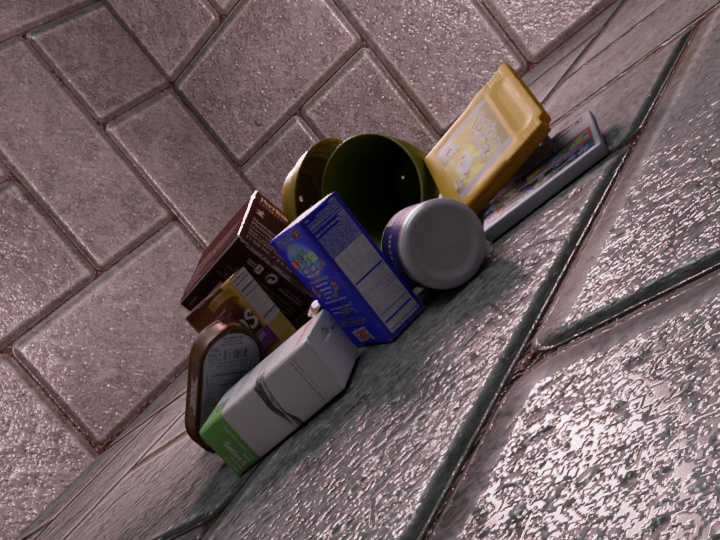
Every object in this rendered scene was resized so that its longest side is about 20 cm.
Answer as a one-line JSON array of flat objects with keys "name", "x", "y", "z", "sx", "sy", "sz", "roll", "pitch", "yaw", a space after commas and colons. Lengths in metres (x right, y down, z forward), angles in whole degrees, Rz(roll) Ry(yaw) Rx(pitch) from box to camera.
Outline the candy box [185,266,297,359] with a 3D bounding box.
[{"name": "candy box", "x": -0.164, "y": 0.109, "z": 1.350, "sx": 0.116, "sy": 0.201, "sz": 0.057, "roll": -37, "pitch": 6, "yaw": 30}]

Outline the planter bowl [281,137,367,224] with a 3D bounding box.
[{"name": "planter bowl", "x": -0.077, "y": -0.124, "z": 1.499, "sx": 0.082, "sy": 0.203, "sz": 0.200, "roll": 4, "pitch": 36, "yaw": 38}]

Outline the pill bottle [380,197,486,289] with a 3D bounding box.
[{"name": "pill bottle", "x": 0.091, "y": -0.034, "z": 1.191, "sx": 0.115, "sy": 0.116, "sz": 0.200, "roll": -41, "pitch": 6, "yaw": -7}]

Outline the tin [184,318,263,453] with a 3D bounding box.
[{"name": "tin", "x": -0.201, "y": 0.173, "z": 1.286, "sx": 0.110, "sy": 0.204, "sz": 0.042, "roll": -4, "pitch": 18, "yaw": -33}]

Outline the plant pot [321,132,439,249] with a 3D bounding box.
[{"name": "plant pot", "x": 0.060, "y": -0.141, "z": 1.485, "sx": 0.186, "sy": 0.189, "sz": 0.199, "roll": -37, "pitch": -8, "yaw": 28}]

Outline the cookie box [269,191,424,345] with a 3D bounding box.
[{"name": "cookie box", "x": -0.022, "y": 0.005, "z": 1.218, "sx": 0.075, "sy": 0.201, "sz": 0.171, "roll": -40, "pitch": 7, "yaw": -19}]

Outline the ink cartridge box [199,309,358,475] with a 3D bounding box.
[{"name": "ink cartridge box", "x": -0.106, "y": 0.161, "z": 1.181, "sx": 0.199, "sy": 0.084, "sz": 0.146, "roll": -40, "pitch": 7, "yaw": 16}]

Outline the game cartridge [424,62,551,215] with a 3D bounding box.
[{"name": "game cartridge", "x": 0.186, "y": -0.191, "z": 1.306, "sx": 0.201, "sy": 0.032, "sz": 0.177, "roll": -52, "pitch": 34, "yaw": 24}]

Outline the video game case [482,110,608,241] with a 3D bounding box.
[{"name": "video game case", "x": 0.257, "y": -0.137, "z": 1.238, "sx": 0.199, "sy": 0.023, "sz": 0.183, "roll": -38, "pitch": 13, "yaw": 22}]

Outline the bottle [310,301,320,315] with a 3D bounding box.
[{"name": "bottle", "x": -0.011, "y": 0.018, "z": 1.655, "sx": 0.200, "sy": 0.066, "sz": 0.083, "roll": -43, "pitch": 11, "yaw": -14}]

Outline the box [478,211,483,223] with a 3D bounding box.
[{"name": "box", "x": 0.145, "y": -0.076, "z": 1.435, "sx": 0.075, "sy": 0.050, "sz": 0.200, "roll": -42, "pitch": 7, "yaw": -22}]

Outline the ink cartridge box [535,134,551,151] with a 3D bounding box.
[{"name": "ink cartridge box", "x": 0.227, "y": -0.186, "z": 1.396, "sx": 0.199, "sy": 0.116, "sz": 0.068, "roll": -34, "pitch": 9, "yaw": 41}]

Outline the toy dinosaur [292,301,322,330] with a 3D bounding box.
[{"name": "toy dinosaur", "x": -0.095, "y": 0.082, "z": 1.445, "sx": 0.100, "sy": 0.058, "sz": 0.201, "roll": -35, "pitch": 33, "yaw": 10}]

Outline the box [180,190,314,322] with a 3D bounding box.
[{"name": "box", "x": -0.178, "y": 0.006, "z": 1.474, "sx": 0.164, "sy": 0.165, "sz": 0.201, "roll": -46, "pitch": 17, "yaw": 21}]
